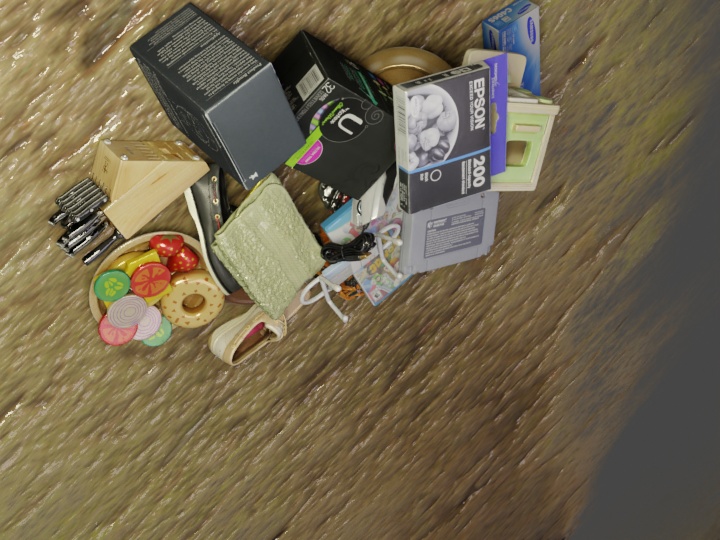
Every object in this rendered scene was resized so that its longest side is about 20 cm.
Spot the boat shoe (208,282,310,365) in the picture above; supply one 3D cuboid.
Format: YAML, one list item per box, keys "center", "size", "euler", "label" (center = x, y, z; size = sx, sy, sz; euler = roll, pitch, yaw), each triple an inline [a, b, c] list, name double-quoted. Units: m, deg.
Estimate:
- center: [-0.156, 0.091, 1.869]
  size: [0.200, 0.069, 0.074]
  euler: [-37, 141, -15]
  label: "boat shoe"

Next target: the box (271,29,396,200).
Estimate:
- center: [-0.043, -0.221, 1.620]
  size: [0.149, 0.125, 0.199]
  euler: [-44, 137, 21]
  label: "box"

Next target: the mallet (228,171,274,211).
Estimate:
- center: [-0.144, -0.135, 1.717]
  size: [0.200, 0.041, 0.066]
  euler: [-51, 142, -4]
  label: "mallet"

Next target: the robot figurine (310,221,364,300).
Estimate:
- center: [-0.034, -0.012, 1.872]
  size: [0.144, 0.059, 0.200]
  euler: [-19, 143, 26]
  label: "robot figurine"

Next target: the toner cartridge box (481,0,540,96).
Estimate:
- center: [0.261, -0.357, 1.924]
  size: [0.095, 0.043, 0.201]
  euler: [-35, 140, -20]
  label: "toner cartridge box"

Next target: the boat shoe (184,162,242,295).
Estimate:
- center: [-0.203, -0.059, 1.633]
  size: [0.063, 0.074, 0.203]
  euler: [-12, 110, 7]
  label: "boat shoe"

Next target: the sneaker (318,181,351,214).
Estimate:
- center: [0.006, -0.105, 1.863]
  size: [0.200, 0.098, 0.071]
  euler: [27, 101, -28]
  label: "sneaker"

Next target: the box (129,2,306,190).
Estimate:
- center: [-0.185, -0.228, 1.456]
  size: [0.107, 0.200, 0.149]
  euler: [-39, 142, -12]
  label: "box"

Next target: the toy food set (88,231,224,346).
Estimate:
- center: [-0.307, 0.031, 1.660]
  size: [0.197, 0.049, 0.201]
  euler: [-27, 136, -12]
  label: "toy food set"

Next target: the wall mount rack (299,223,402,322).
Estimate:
- center: [0.000, 0.000, 1.727]
  size: [0.200, 0.075, 0.174]
  euler: [-38, 160, -10]
  label: "wall mount rack"

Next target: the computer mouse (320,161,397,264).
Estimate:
- center: [0.007, -0.105, 1.695]
  size: [0.044, 0.109, 0.201]
  euler: [32, 68, -29]
  label: "computer mouse"

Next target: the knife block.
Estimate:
- center: [-0.324, -0.090, 1.549]
  size: [0.199, 0.064, 0.176]
  euler: [-6, 126, -43]
  label: "knife block"

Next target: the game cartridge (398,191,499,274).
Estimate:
- center: [0.146, -0.075, 1.849]
  size: [0.199, 0.041, 0.134]
  euler: [-14, 122, -38]
  label: "game cartridge"

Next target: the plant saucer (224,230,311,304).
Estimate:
- center: [-0.162, -0.005, 1.749]
  size: [0.199, 0.037, 0.201]
  euler: [-13, 142, -10]
  label: "plant saucer"

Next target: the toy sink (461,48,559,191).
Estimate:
- center: [0.225, -0.234, 1.764]
  size: [0.130, 0.112, 0.201]
  euler: [-3, 114, -38]
  label: "toy sink"

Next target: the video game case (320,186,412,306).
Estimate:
- center: [0.034, -0.050, 1.813]
  size: [0.143, 0.018, 0.200]
  euler: [-39, 132, -7]
  label: "video game case"

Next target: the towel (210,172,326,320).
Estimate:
- center: [-0.131, -0.031, 1.656]
  size: [0.149, 0.036, 0.200]
  euler: [-51, 137, -20]
  label: "towel"

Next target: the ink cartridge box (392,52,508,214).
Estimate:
- center: [0.143, -0.198, 1.628]
  size: [0.199, 0.043, 0.199]
  euler: [-20, 125, -23]
  label: "ink cartridge box"

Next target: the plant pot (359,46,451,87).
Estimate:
- center: [0.067, -0.243, 1.728]
  size: [0.028, 0.199, 0.201]
  euler: [-75, -176, -64]
  label: "plant pot"
